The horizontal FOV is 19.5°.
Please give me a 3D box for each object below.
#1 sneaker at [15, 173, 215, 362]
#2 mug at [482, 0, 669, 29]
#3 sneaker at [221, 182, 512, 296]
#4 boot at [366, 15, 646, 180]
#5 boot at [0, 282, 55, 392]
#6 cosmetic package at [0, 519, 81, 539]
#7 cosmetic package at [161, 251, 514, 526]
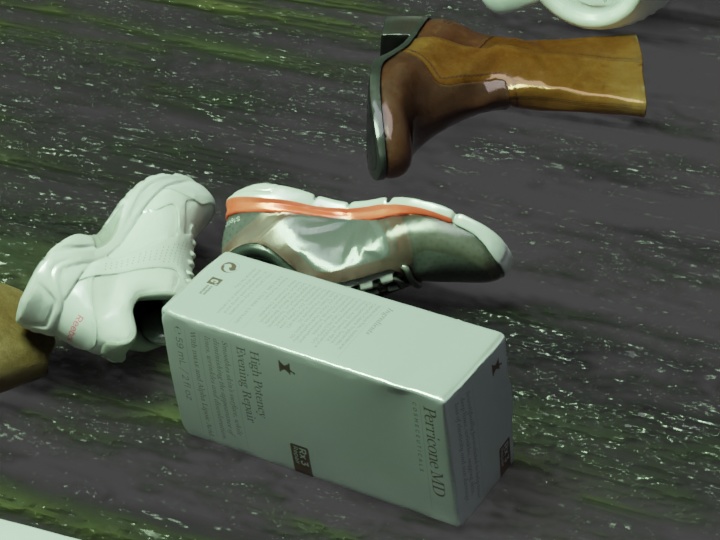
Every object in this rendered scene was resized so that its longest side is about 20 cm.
[{"bbox_3d":[-0.140,0.008,1.385,0.099,0.078,0.200,35,37,7],"label":"sneaker"},{"bbox_3d":[0.178,-0.258,1.630,0.200,0.148,0.175,-24,22,36],"label":"mug"},{"bbox_3d":[0.000,0.000,1.379,0.200,0.077,0.082,7,65,19],"label":"sneaker"},{"bbox_3d":[0.107,-0.119,1.529,0.200,0.069,0.188,6,30,6],"label":"boot"},{"bbox_3d":[-0.270,0.021,1.393,0.075,0.074,0.200,-9,36,-35],"label":"boot"},{"bbox_3d":[-0.210,0.195,1.124,0.200,0.081,0.113,13,41,24],"label":"cosmetic package"},{"bbox_3d":[-0.013,0.068,1.244,0.200,0.102,0.074,16,43,30],"label":"cosmetic package"}]
